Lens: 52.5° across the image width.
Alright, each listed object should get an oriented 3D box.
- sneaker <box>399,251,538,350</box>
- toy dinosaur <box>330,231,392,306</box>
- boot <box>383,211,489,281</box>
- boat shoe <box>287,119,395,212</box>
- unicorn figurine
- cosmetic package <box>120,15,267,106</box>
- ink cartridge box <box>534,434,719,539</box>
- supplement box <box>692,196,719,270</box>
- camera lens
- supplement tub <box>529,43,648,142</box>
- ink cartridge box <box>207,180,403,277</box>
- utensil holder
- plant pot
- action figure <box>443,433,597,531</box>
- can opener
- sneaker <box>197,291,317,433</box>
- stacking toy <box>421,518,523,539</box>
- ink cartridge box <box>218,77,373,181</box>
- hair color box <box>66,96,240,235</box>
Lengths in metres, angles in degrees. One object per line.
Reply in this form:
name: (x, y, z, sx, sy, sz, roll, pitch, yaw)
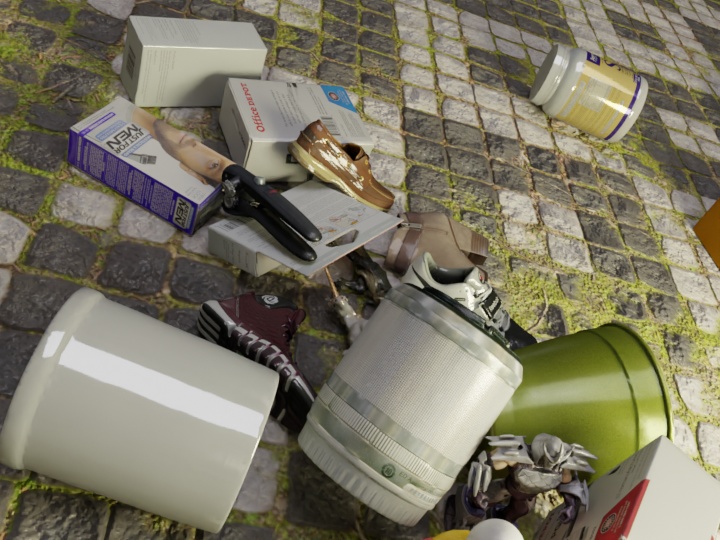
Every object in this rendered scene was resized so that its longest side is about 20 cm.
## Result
sneaker: (0.144, 0.045, 0.913, 0.199, 0.089, 0.074, 27, 32, 0)
toy dinosaur: (0.000, 0.000, 0.991, 0.088, 0.048, 0.201, 3, 45, -29)
boot: (0.105, -0.001, 1.033, 0.145, 0.070, 0.201, 13, 48, -2)
boat shoe: (-0.013, -0.147, 1.059, 0.200, 0.068, 0.072, 30, 15, -39)
unicorn figurine: (0.027, 0.078, 0.883, 0.199, 0.074, 0.137, 24, 9, -2)
cosmetic package: (-0.255, -0.319, 1.125, 0.199, 0.113, 0.081, -8, 53, -34)
ink cartridge box: (0.245, 0.275, 0.718, 0.083, 0.200, 0.147, 41, 44, 9)
supplement box: (0.770, -0.044, 1.340, 0.199, 0.133, 0.198, 5, 46, -21)
camera lens: (0.052, 0.126, 0.728, 0.160, 0.160, 0.201, 34, 86, 9)
supplement tub: (0.462, -0.364, 1.492, 0.199, 0.146, 0.146, 23, 43, -4)
ink cartridge box: (-0.069, -0.047, 0.959, 0.173, 0.044, 0.200, 27, 39, 30)
utensil holder: (-0.195, 0.131, 0.677, 0.199, 0.170, 0.171, 22, 43, -8)
plant pot: (0.215, 0.167, 0.842, 0.192, 0.201, 0.201, -3, 49, -12)
action figure: (0.156, 0.223, 0.731, 0.129, 0.201, 0.070, 19, 44, -6)
can opener: (-0.111, -0.077, 0.905, 0.078, 0.064, 0.200, -18, 38, -32)
sneaker: (-0.085, 0.088, 0.840, 0.200, 0.076, 0.115, 43, 42, 18)
stacking toy: (0.085, 0.281, 0.640, 0.145, 0.201, 0.147, 13, 44, -13)
ink cartridge box: (-0.101, -0.213, 1.115, 0.199, 0.085, 0.147, -3, 51, -27)
hair color box: (-0.276, -0.143, 0.979, 0.199, 0.065, 0.109, 31, 42, 3)
